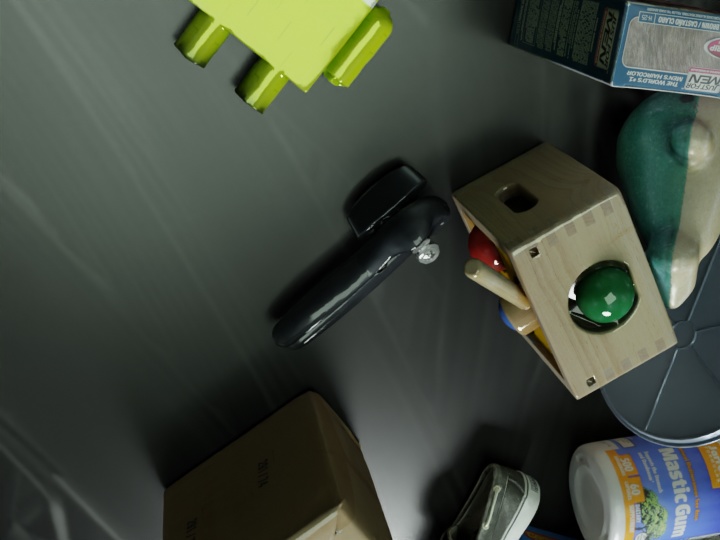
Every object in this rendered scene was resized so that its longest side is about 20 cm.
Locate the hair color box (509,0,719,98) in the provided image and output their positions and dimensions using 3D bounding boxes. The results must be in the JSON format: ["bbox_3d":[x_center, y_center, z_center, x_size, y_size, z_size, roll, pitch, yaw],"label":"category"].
[{"bbox_3d":[0.200,-0.186,0.765,0.099,0.200,0.061,3,110,-15],"label":"hair color box"}]

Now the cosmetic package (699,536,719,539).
[{"bbox_3d":[0.288,0.340,1.001,0.198,0.071,0.106,-4,111,-12],"label":"cosmetic package"}]

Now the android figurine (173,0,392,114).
[{"bbox_3d":[-0.053,-0.230,0.774,0.182,0.041,0.200,34,101,-22],"label":"android figurine"}]

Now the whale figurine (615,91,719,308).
[{"bbox_3d":[0.266,-0.069,0.846,0.103,0.201,0.159,10,151,21],"label":"whale figurine"}]

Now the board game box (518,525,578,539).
[{"bbox_3d":[0.199,0.389,1.069,0.195,0.056,0.201,20,105,-20],"label":"board game box"}]

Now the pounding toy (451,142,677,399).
[{"bbox_3d":[0.155,0.002,0.828,0.142,0.200,0.185,-29,115,0],"label":"pounding toy"}]

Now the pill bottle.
[{"bbox_3d":[0.326,0.220,1.003,0.198,0.112,0.113,-7,112,-11],"label":"pill bottle"}]

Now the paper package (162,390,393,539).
[{"bbox_3d":[-0.077,0.232,0.864,0.190,0.200,0.104,-35,114,3],"label":"paper package"}]

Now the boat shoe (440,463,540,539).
[{"bbox_3d":[0.109,0.289,1.006,0.063,0.071,0.201,24,96,-22],"label":"boat shoe"}]

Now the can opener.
[{"bbox_3d":[0.000,0.000,0.876,0.200,0.079,0.063,-47,153,10],"label":"can opener"}]

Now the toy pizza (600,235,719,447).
[{"bbox_3d":[0.302,0.063,0.894,0.032,0.200,0.201,21,106,-38],"label":"toy pizza"}]
